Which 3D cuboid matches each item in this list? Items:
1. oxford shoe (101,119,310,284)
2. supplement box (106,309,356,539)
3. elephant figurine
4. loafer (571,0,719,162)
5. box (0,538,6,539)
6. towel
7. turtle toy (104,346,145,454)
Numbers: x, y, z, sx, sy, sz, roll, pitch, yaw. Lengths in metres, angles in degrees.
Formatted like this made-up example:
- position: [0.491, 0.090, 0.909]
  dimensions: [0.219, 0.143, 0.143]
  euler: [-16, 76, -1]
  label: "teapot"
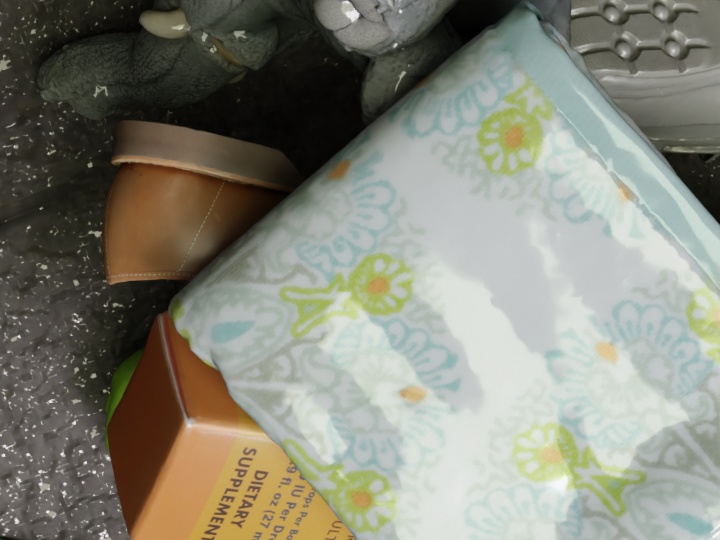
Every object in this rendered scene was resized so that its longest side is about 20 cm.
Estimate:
- position: [0.000, 0.000, 1.008]
  dimensions: [0.199, 0.071, 0.072]
  euler: [12, 84, -5]
  label: "oxford shoe"
- position: [0.009, 0.073, 1.034]
  dimensions: [0.199, 0.069, 0.067]
  euler: [9, 126, -25]
  label: "supplement box"
- position: [-0.019, -0.124, 1.030]
  dimensions: [0.155, 0.199, 0.142]
  euler: [-34, 132, -31]
  label: "elephant figurine"
- position: [0.156, -0.081, 1.128]
  dimensions: [0.199, 0.070, 0.070]
  euler: [3, 151, -20]
  label: "loafer"
- position: [-0.164, 0.218, 1.189]
  dimensions: [0.117, 0.048, 0.201]
  euler: [12, 111, -16]
  label: "box"
- position: [0.058, 0.035, 0.942]
  dimensions: [0.171, 0.048, 0.200]
  euler: [-40, 93, 9]
  label: "towel"
- position: [-0.009, 0.047, 1.118]
  dimensions: [0.199, 0.101, 0.146]
  euler: [-18, 129, -2]
  label: "turtle toy"
